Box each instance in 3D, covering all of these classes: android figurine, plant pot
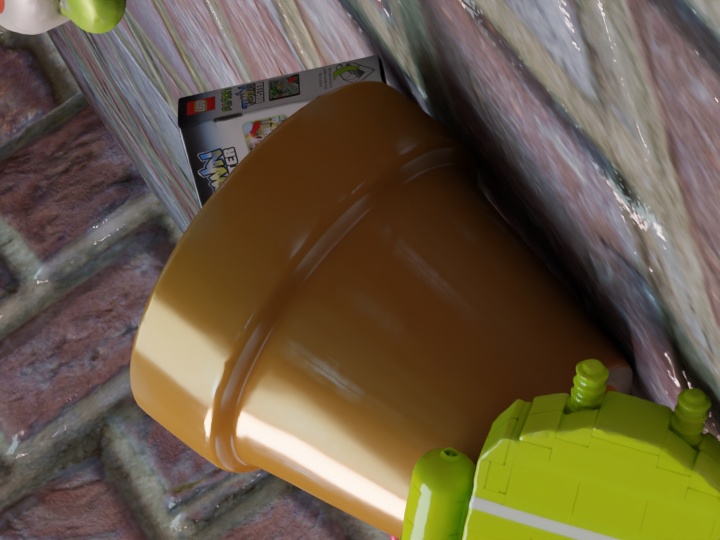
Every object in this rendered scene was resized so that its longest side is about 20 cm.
[{"bbox_3d":[0.105,0.129,1.300,0.041,0.182,0.200,-62,-17,-57],"label":"android figurine"},{"bbox_3d":[0.022,0.042,1.406,0.183,0.200,0.200,38,168,20],"label":"plant pot"}]

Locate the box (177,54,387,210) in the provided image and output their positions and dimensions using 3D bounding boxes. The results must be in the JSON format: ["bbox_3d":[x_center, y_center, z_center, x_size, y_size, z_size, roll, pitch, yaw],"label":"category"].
[{"bbox_3d":[-0.021,-0.009,1.550,0.035,0.110,0.200,-94,-8,-61],"label":"box"}]

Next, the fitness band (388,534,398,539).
[{"bbox_3d":[0.008,0.087,1.803,0.200,0.037,0.144,-116,6,-62],"label":"fitness band"}]

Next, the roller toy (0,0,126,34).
[{"bbox_3d":[-0.174,-0.240,1.639,0.200,0.140,0.182,66,165,-17],"label":"roller toy"}]
